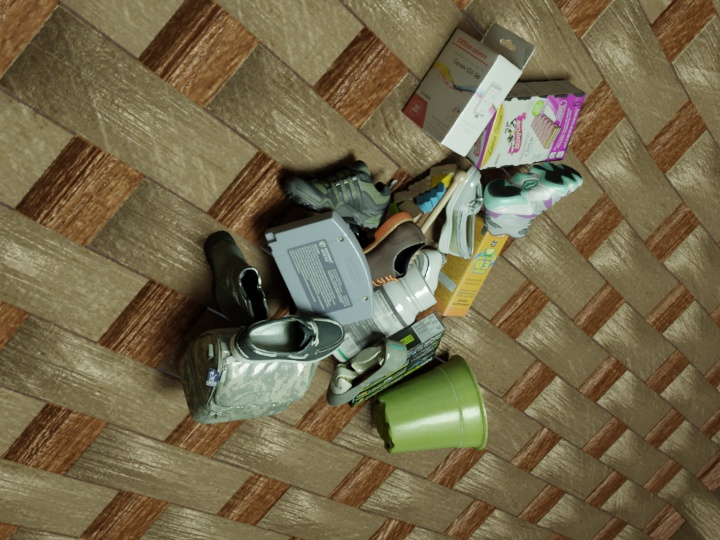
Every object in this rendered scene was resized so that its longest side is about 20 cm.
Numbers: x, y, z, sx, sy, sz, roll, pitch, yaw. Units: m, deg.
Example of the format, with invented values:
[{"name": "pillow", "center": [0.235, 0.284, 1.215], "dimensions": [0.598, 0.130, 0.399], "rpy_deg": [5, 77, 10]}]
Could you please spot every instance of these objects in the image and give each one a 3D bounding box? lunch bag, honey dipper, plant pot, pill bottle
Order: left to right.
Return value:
[{"name": "lunch bag", "center": [-0.181, 0.155, 1.481], "dimensions": [0.200, 0.139, 0.168], "rpy_deg": [-1, 151, -33]}, {"name": "pill bottle", "center": [0.025, 0.065, 1.592], "dimensions": [0.200, 0.113, 0.113], "rpy_deg": [-30, 138, 5]}, {"name": "plant pot", "center": [0.131, 0.288, 1.850], "dimensions": [0.190, 0.200, 0.200], "rpy_deg": [-11, 131, -13]}, {"name": "honey dipper", "center": [0.112, -0.084, 1.499], "dimensions": [0.038, 0.038, 0.200], "rpy_deg": [12, 120, -42]}]

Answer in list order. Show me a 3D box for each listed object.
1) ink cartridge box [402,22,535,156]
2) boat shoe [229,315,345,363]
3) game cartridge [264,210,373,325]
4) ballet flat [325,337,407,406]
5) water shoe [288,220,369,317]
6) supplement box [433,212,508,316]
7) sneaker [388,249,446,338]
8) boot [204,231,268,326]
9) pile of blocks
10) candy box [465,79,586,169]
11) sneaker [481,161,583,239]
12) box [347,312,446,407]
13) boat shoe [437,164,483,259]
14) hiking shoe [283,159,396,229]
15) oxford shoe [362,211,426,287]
[{"name": "ink cartridge box", "center": [0.169, -0.296, 1.427], "dimensions": [0.067, 0.116, 0.200], "rpy_deg": [20, 109, -45]}, {"name": "boat shoe", "center": [-0.100, 0.106, 1.410], "dimensions": [0.200, 0.076, 0.060], "rpy_deg": [-10, 166, -36]}, {"name": "game cartridge", "center": [-0.055, 0.002, 1.450], "dimensions": [0.133, 0.042, 0.200], "rpy_deg": [-17, 121, 7]}, {"name": "ballet flat", "center": [-0.007, 0.171, 1.567], "dimensions": [0.064, 0.067, 0.200], "rpy_deg": [23, 134, -40]}, {"name": "water shoe", "center": [-0.052, 0.013, 1.535], "dimensions": [0.079, 0.072, 0.200], "rpy_deg": [21, 110, -23]}, {"name": "supplement box", "center": [0.202, -0.012, 1.725], "dimensions": [0.067, 0.069, 0.200], "rpy_deg": [4, 118, -42]}, {"name": "sneaker", "center": [0.097, 0.051, 1.697], "dimensions": [0.080, 0.076, 0.200], "rpy_deg": [-2, 127, -47]}, {"name": "boot", "center": [-0.184, 0.045, 1.431], "dimensions": [0.068, 0.131, 0.200], "rpy_deg": [-28, 136, -15]}, {"name": "pile of blocks", "center": [0.097, -0.102, 1.558], "dimensions": [0.200, 0.082, 0.062], "rpy_deg": [-34, 137, -10]}, {"name": "candy box", "center": [0.285, -0.256, 1.590], "dimensions": [0.200, 0.061, 0.136], "rpy_deg": [-10, 130, -30]}, {"name": "sneaker", "center": [0.300, -0.112, 1.641], "dimensions": [0.200, 0.078, 0.140], "rpy_deg": [-14, 137, -19]}, {"name": "box", "center": [0.060, 0.173, 1.730], "dimensions": [0.200, 0.048, 0.193], "rpy_deg": [-30, 165, -14]}, {"name": "boat shoe", "center": [0.186, -0.101, 1.609], "dimensions": [0.202, 0.065, 0.074], "rpy_deg": [101, 15, -45]}, {"name": "hiking shoe", "center": [-0.034, -0.134, 1.455], "dimensions": [0.200, 0.076, 0.101], "rpy_deg": [15, 92, -39]}, {"name": "oxford shoe", "center": [0.028, -0.001, 1.492], "dimensions": [0.071, 0.073, 0.200], "rpy_deg": [7, 128, -53]}]
